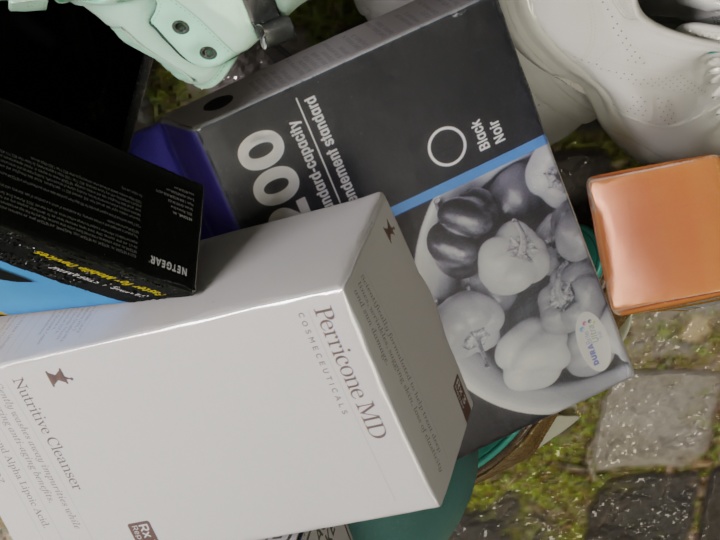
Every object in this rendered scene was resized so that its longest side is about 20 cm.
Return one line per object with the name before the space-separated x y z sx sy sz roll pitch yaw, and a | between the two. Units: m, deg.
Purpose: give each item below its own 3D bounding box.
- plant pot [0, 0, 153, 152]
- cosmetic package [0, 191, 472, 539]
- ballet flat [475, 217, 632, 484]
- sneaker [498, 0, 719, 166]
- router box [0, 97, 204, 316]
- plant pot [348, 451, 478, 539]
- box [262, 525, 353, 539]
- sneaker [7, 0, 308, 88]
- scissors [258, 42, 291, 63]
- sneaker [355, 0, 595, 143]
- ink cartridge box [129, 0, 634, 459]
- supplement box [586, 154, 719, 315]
plant pot | -0.175 -0.181 0.740 0.199 0.178 0.200 10 126 -17
cosmetic package | -0.065 0.052 0.776 0.200 0.081 0.113 -14 115 25
ballet flat | 0.107 0.053 1.046 0.072 0.068 0.200 8 124 -39
sneaker | 0.149 -0.102 0.858 0.088 0.075 0.200 -11 156 38
router box | -0.179 -0.029 0.696 0.149 0.051 0.200 -6 162 35
plant pot | -0.062 0.072 0.945 0.200 0.201 0.161 -25 121 10
box | -0.046 0.189 0.868 0.116 0.060 0.200 -8 122 20
sneaker | -0.109 -0.096 0.655 0.200 0.074 0.118 -25 121 6
scissors | 0.008 -0.056 0.968 0.200 0.014 0.073 26 121 -27
sneaker | 0.031 -0.113 0.889 0.200 0.075 0.088 34 127 -31
ink cartridge box | 0.000 0.000 0.823 0.200 0.043 0.198 -25 110 -5
supplement box | 0.166 -0.016 0.913 0.069 0.200 0.067 -12 86 16
